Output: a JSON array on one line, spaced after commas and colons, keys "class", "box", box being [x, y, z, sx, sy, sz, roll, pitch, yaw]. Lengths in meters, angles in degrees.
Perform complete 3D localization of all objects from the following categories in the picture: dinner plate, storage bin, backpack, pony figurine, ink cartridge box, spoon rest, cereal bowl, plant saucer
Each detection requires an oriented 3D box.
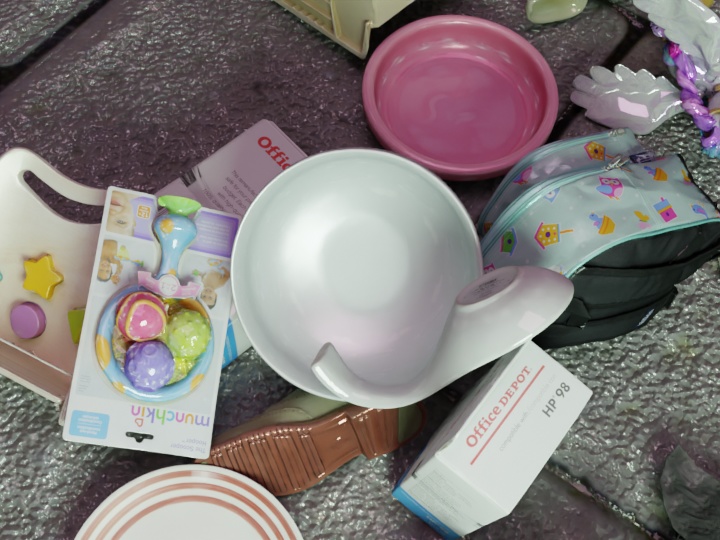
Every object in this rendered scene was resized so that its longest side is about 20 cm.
[{"class": "dinner plate", "box": [-0.134, 0.253, 0.727, 0.197, 0.024, 0.203, 1, 68, -2]}, {"class": "storage bin", "box": [0.013, -0.352, 1.016, 0.200, 0.094, 0.198, -40, 61, -21]}, {"class": "backpack", "box": [0.181, -0.019, 0.787, 0.199, 0.176, 0.154, -20, 65, -37]}, {"class": "pony figurine", "box": [0.337, -0.206, 0.946, 0.192, 0.167, 0.200, 32, 49, 7]}, {"class": "ink cartridge box", "box": [0.099, 0.128, 0.708, 0.067, 0.200, 0.116, 39, 67, 7]}, {"class": "spoon rest", "box": [0.063, 0.052, 0.679, 0.198, 0.061, 0.099, -22, 16, 24]}, {"class": "cereal bowl", "box": [0.000, 0.000, 0.759, 0.197, 0.083, 0.203, 1, 98, 7]}, {"class": "plant saucer", "box": [0.099, -0.170, 0.960, 0.198, 0.051, 0.203, 1, 62, -1]}, {"class": "ink cartridge box", "box": [-0.114, -0.020, 0.851, 0.199, 0.085, 0.146, -37, 69, -20]}]

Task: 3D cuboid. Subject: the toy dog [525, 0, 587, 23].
[{"class": "toy dog", "box": [0.229, -0.403, 1.044, 0.192, 0.140, 0.201, -13, 62, -23]}]

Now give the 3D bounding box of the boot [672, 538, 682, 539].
[{"class": "boot", "box": [0.182, 0.296, 0.654, 0.138, 0.077, 0.202, -28, 58, 31]}]

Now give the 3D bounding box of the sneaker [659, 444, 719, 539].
[{"class": "sneaker", "box": [0.310, 0.227, 0.724, 0.199, 0.060, 0.105, 25, 70, 38]}]

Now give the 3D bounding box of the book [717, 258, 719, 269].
[{"class": "book", "box": [0.445, 0.027, 0.868, 0.197, 0.048, 0.135, -1, 59, -4]}]

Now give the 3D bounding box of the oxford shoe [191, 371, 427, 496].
[{"class": "oxford shoe", "box": [-0.046, 0.132, 0.793, 0.198, 0.071, 0.074, -15, 34, -6]}]

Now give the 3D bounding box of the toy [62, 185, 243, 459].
[{"class": "toy", "box": [-0.154, 0.036, 0.732, 0.114, 0.047, 0.203, 12, 71, -21]}]

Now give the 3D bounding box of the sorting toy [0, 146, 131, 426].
[{"class": "sorting toy", "box": [-0.272, 0.000, 0.782, 0.198, 0.107, 0.182, 25, 94, 11]}]
